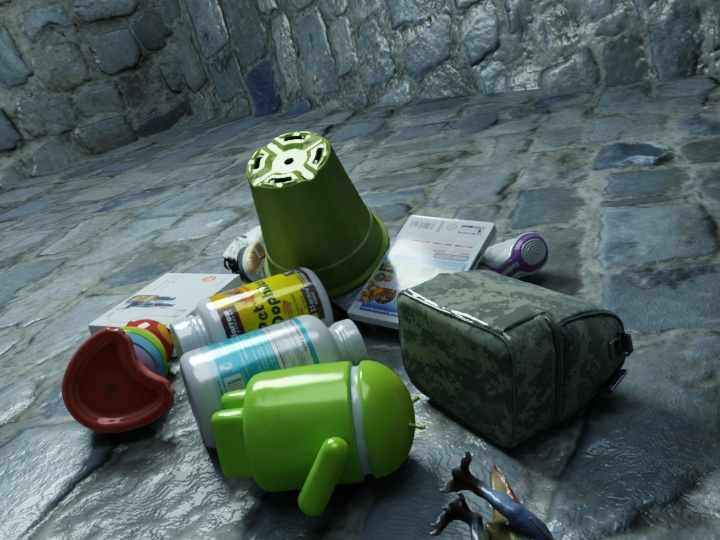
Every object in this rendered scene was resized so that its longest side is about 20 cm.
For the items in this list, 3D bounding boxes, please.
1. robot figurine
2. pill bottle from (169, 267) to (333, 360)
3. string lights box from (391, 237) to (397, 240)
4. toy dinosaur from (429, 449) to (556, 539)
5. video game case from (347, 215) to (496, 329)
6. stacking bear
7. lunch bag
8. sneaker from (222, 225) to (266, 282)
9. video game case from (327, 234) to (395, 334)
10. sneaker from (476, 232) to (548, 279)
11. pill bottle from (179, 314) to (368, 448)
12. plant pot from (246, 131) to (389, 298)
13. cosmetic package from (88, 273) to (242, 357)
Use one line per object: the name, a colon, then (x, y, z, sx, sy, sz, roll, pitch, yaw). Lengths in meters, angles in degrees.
robot figurine: (-0.038, 0.150, 0.682, 0.200, 0.116, 0.175, -8, 13, 3)
pill bottle: (-0.144, 0.073, 0.932, 0.200, 0.109, 0.109, -19, 23, -22)
string lights box: (0.023, -0.005, 1.125, 0.200, 0.059, 0.103, -4, 25, 16)
toy dinosaur: (0.139, 0.209, 0.507, 0.181, 0.105, 0.200, 31, 28, 30)
video game case: (0.087, 0.001, 0.983, 0.143, 0.018, 0.200, 9, 52, 36)
stacking bear: (-0.293, 0.117, 0.896, 0.114, 0.121, 0.200, -36, 11, 4)
lunch bag: (0.161, 0.075, 0.752, 0.168, 0.139, 0.200, -22, 25, -27)
sneaker: (-0.204, -0.014, 1.258, 0.088, 0.076, 0.200, -25, 17, 4)
video game case: (0.000, 0.000, 1.051, 0.143, 0.019, 0.200, -42, 48, -20)
sneaker: (0.184, 0.010, 1.036, 0.200, 0.075, 0.100, -23, 1, -24)
pill bottle: (-0.094, 0.118, 0.797, 0.200, 0.111, 0.111, -16, 22, -19)
plant pot: (-0.076, -0.091, 1.018, 0.200, 0.190, 0.200, -9, 47, 10)
cosmetic package: (-0.299, 0.064, 1.107, 0.151, 0.052, 0.200, 3, 24, 22)
